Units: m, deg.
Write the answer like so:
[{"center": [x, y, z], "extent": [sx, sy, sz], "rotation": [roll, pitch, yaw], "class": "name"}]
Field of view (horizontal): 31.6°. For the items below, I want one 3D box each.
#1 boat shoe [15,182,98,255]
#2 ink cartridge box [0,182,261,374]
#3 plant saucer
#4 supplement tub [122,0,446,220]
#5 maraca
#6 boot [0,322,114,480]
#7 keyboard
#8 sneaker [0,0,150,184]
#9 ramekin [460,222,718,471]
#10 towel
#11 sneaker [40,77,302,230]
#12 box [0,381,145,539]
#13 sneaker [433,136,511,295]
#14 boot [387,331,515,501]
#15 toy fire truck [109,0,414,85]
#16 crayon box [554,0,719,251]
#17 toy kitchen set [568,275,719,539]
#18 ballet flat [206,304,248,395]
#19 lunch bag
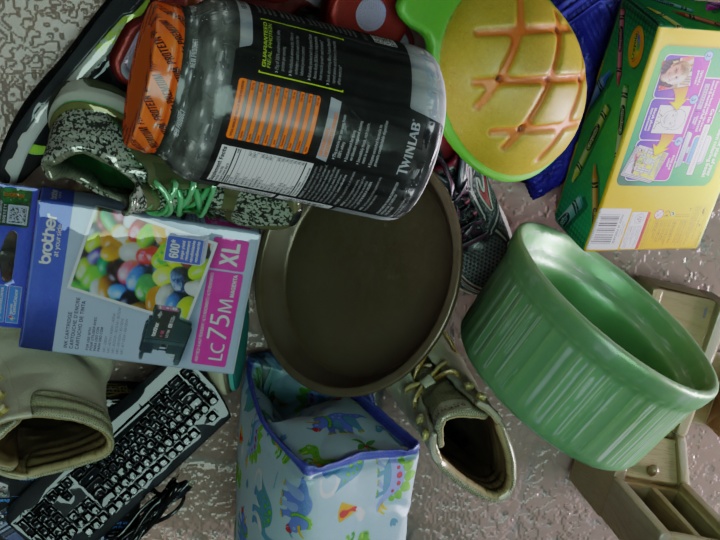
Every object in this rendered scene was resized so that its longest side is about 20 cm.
[{"center": [-0.183, -0.058, 0.996], "extent": [0.200, 0.065, 0.072], "rotation": [-43, 91, 6], "class": "boat shoe"}, {"center": [-0.182, 0.007, 0.959], "extent": [0.197, 0.042, 0.121], "rotation": [9, 109, -12], "class": "ink cartridge box"}, {"center": [0.000, 0.000, 1.002], "extent": [0.029, 0.200, 0.201], "rotation": [16, 107, -52], "class": "plant saucer"}, {"center": [-0.053, -0.110, 0.856], "extent": [0.198, 0.123, 0.124], "rotation": [11, 105, -19], "class": "supplement tub"}, {"center": [0.099, -0.161, 0.942], "extent": [0.137, 0.107, 0.201], "rotation": [-42, 116, -23], "class": "maraca"}, {"center": [-0.285, 0.087, 0.970], "extent": [0.197, 0.155, 0.073], "rotation": [3, 123, -13], "class": "boot"}, {"center": [-0.185, 0.170, 1.034], "extent": [0.200, 0.040, 0.104], "rotation": [-43, 111, 3], "class": "keyboard"}, {"center": [-0.195, -0.131, 0.966], "extent": [0.083, 0.072, 0.200], "rotation": [38, 97, -21], "class": "sneaker"}, {"center": [0.174, 0.063, 1.006], "extent": [0.199, 0.201, 0.098], "rotation": [30, 111, -19], "class": "ramekin"}, {"center": [0.190, -0.168, 1.044], "extent": [0.199, 0.050, 0.148], "rotation": [-35, 110, 1], "class": "towel"}, {"center": [-0.139, -0.060, 0.907], "extent": [0.198, 0.089, 0.077], "rotation": [19, 135, -5], "class": "sneaker"}, {"center": [-0.282, 0.192, 1.063], "extent": [0.197, 0.050, 0.201], "rotation": [1, 108, -13], "class": "box"}, {"center": [0.070, -0.061, 1.041], "extent": [0.080, 0.075, 0.201], "rotation": [-29, 112, -1], "class": "sneaker"}, {"center": [0.051, 0.083, 1.031], "extent": [0.072, 0.155, 0.201], "rotation": [-34, 109, 1], "class": "boot"}, {"center": [-0.067, -0.170, 0.944], "extent": [0.199, 0.112, 0.169], "rotation": [28, 97, -27], "class": "toy fire truck"}, {"center": [0.245, -0.114, 1.031], "extent": [0.117, 0.058, 0.202], "rotation": [-2, 123, -24], "class": "crayon box"}, {"center": [0.310, 0.139, 1.098], "extent": [0.161, 0.181, 0.202], "rotation": [12, 104, -16], "class": "toy kitchen set"}, {"center": [-0.119, 0.000, 1.034], "extent": [0.069, 0.070, 0.203], "rotation": [4, 105, -13], "class": "ballet flat"}, {"center": [-0.045, 0.179, 1.031], "extent": [0.126, 0.200, 0.172], "rotation": [-5, 111, -30], "class": "lunch bag"}]
